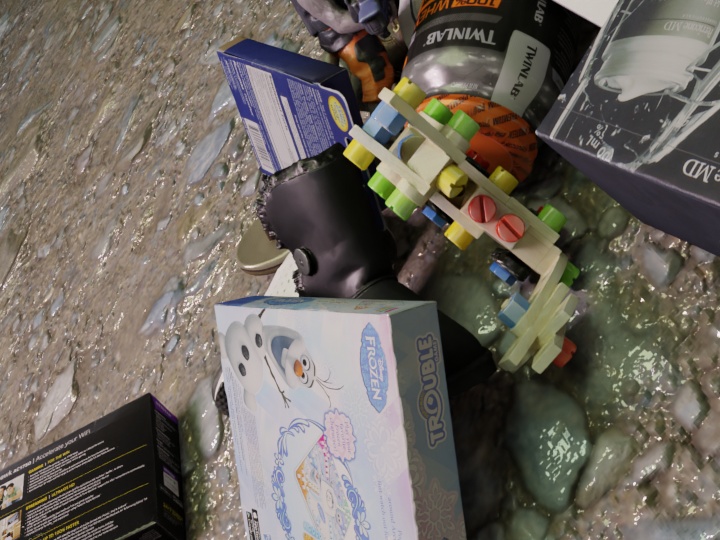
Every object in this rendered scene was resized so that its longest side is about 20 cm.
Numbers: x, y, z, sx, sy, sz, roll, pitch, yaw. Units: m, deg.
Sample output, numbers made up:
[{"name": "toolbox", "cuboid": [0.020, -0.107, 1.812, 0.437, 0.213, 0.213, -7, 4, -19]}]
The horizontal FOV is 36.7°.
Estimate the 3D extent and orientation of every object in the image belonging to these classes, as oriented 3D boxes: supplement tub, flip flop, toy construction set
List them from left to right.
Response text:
[{"name": "flip flop", "cuboid": [-0.047, -0.072, 0.971, 0.199, 0.057, 0.082, -38, 39, 28]}, {"name": "toy construction set", "cuboid": [0.078, -0.032, 0.689, 0.092, 0.201, 0.131, -37, 1, 4]}, {"name": "supplement tub", "cuboid": [0.100, -0.170, 0.801, 0.122, 0.122, 0.202, -12, 55, 48]}]

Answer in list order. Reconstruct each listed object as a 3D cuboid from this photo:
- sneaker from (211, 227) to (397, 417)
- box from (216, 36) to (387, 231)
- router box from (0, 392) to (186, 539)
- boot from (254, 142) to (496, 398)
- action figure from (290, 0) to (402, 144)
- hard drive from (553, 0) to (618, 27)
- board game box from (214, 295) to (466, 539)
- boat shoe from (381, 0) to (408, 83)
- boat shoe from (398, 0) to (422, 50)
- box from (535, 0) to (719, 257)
[{"name": "sneaker", "cuboid": [-0.050, 0.037, 0.890, 0.200, 0.074, 0.080, -49, 30, -1]}, {"name": "box", "cuboid": [-0.040, -0.112, 0.866, 0.032, 0.122, 0.200, -31, 34, -20]}, {"name": "router box", "cuboid": [-0.254, 0.217, 0.970, 0.199, 0.051, 0.150, -27, 41, 10]}, {"name": "boot", "cuboid": [0.000, 0.000, 0.741, 0.076, 0.170, 0.200, -26, 13, -21]}, {"name": "action figure", "cuboid": [-0.016, -0.188, 0.847, 0.104, 0.195, 0.201, -18, 25, 10]}, {"name": "hard drive", "cuboid": [0.193, -0.252, 0.688, 0.131, 0.026, 0.201, 36, 107, 23]}, {"name": "board game box", "cuboid": [-0.016, 0.119, 0.704, 0.198, 0.043, 0.202, 1, 100, 53]}, {"name": "boat shoe", "cuboid": [0.019, -0.254, 1.019, 0.070, 0.070, 0.201, -45, 44, 33]}, {"name": "boat shoe", "cuboid": [0.078, -0.224, 0.924, 0.070, 0.071, 0.201, -39, 33, 28]}, {"name": "box", "cuboid": [0.235, -0.104, 0.577, 0.198, 0.123, 0.200, -59, 34, 3]}]
